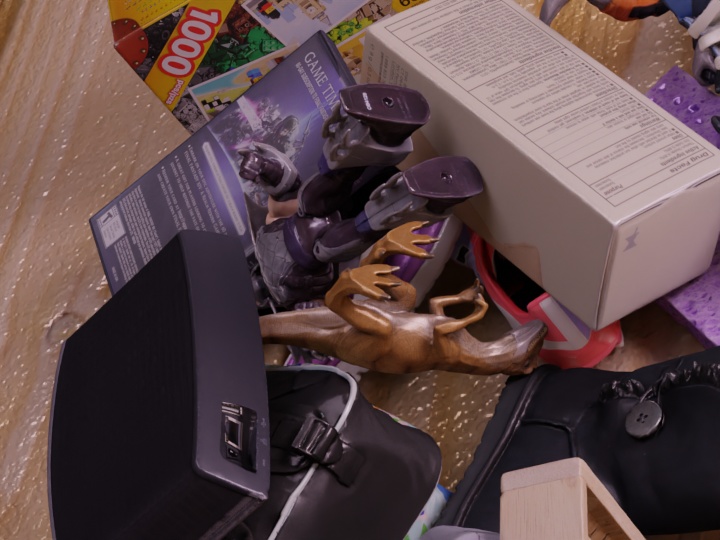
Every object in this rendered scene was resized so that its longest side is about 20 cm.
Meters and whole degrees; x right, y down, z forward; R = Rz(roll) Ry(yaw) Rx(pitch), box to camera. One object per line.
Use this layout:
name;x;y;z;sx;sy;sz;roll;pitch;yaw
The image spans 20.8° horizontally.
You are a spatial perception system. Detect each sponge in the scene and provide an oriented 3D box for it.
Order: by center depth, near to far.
sponge;0.196;-0.029;1.091;0.112;0.030;0.200;-41;43;-1

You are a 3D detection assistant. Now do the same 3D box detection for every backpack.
backpack;-0.058;0.138;1.038;0.200;0.151;0.178;7;61;50

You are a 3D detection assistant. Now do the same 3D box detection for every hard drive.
hard drive;-0.106;0.072;0.991;0.135;0.042;0.200;-42;32;23

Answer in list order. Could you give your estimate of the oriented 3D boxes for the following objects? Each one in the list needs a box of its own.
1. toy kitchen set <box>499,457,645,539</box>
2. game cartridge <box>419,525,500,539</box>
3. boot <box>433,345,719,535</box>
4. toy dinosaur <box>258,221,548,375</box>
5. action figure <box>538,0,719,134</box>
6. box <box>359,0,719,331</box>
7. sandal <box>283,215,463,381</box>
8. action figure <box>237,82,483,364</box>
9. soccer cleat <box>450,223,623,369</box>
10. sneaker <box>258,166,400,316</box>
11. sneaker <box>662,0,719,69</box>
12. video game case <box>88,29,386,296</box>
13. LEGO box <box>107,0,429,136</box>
toy kitchen set;0.184;0.177;0.819;0.200;0.180;0.163;-16;49;23
game cartridge;0.045;0.216;0.876;0.041;0.133;0.200;1;83;-1
boot;0.129;0.119;0.970;0.168;0.076;0.200;-11;43;41
toy dinosaur;-0.001;0.030;1.013;0.200;0.106;0.060;6;43;-1
action figure;0.199;-0.160;1.108;0.193;0.105;0.200;7;41;-8
box;0.096;-0.066;1.058;0.095;0.078;0.200;-24;50;-30
sandal;0.002;0.003;1.140;0.203;0.050;0.082;-58;26;9
action figure;-0.022;-0.025;1.082;0.200;0.069;0.130;-43;69;47
soccer cleat;0.083;-0.017;1.126;0.067;0.076;0.200;-37;43;3
sneaker;-0.028;-0.013;1.213;0.200;0.066;0.091;-34;46;12
sneaker;0.220;-0.101;1.000;0.081;0.200;0.147;-47;21;42
video game case;-0.078;-0.050;1.221;0.200;0.019;0.143;-38;39;9
LEGO box;-0.044;-0.171;1.290;0.200;0.149;0.077;-28;44;14
